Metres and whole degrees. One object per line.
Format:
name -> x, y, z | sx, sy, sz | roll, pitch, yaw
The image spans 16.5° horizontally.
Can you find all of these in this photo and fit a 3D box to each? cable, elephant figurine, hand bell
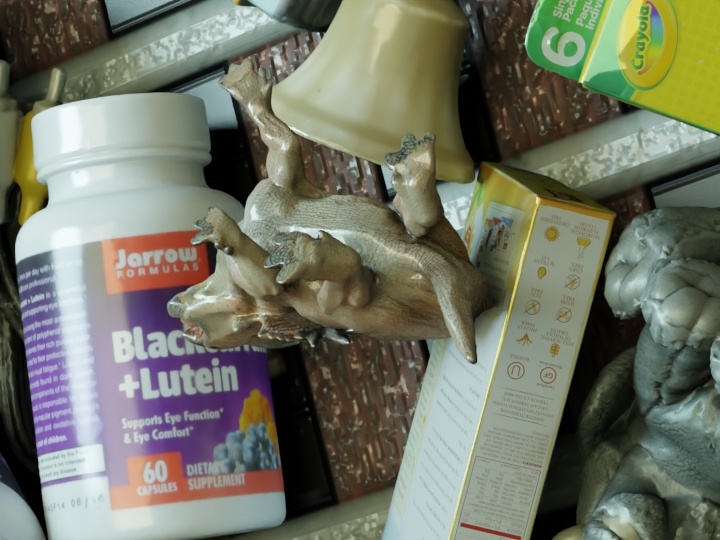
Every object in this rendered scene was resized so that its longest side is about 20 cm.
cable -> -0.179, 0.000, 1.218 | 0.097, 0.050, 0.201 | -3, 85, 31
elephant figurine -> 0.136, 0.077, 1.007 | 0.142, 0.154, 0.201 | -108, 29, -48
hand bell -> 0.032, -0.150, 1.074 | 0.104, 0.104, 0.201 | 23, 101, 27

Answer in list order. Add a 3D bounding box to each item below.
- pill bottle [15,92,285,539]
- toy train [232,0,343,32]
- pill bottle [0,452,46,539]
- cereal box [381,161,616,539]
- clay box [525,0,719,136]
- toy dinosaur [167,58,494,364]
pill bottle -> -0.100, 0.025, 1.140 | 0.111, 0.111, 0.201 | -11, 83, 28
toy train -> -0.017, -0.205, 1.120 | 0.114, 0.085, 0.201 | 38, 108, 21
pill bottle -> -0.208, 0.128, 1.146 | 0.116, 0.115, 0.200 | -64, 30, 12
cereal box -> 0.052, 0.060, 1.043 | 0.039, 0.144, 0.201 | 13, 97, -8
clay box -> 0.174, -0.103, 0.988 | 0.199, 0.048, 0.116 | 19, 96, 3
toy dinosaur -> 0.000, 0.000, 1.004 | 0.199, 0.136, 0.086 | 20, 68, 40
